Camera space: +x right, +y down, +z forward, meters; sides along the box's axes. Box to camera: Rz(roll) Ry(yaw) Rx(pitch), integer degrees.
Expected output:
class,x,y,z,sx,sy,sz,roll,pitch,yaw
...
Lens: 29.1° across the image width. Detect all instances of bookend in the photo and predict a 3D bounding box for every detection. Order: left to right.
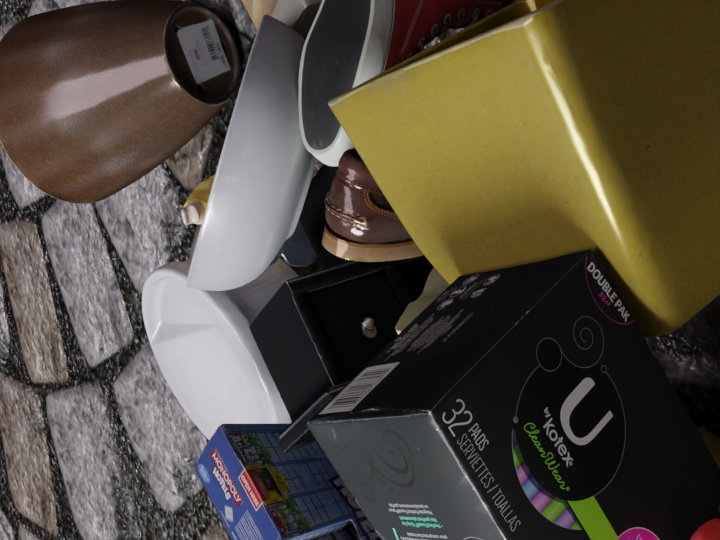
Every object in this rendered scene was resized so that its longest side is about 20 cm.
class,x,y,z,sx,sy,sz,roll,pitch,yaw
bookend,0.000,0.000,1.023,0.092,0.197,0.202,-46,65,52

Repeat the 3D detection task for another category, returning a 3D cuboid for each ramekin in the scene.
class,x,y,z,sx,sy,sz,roll,pitch,yaw
ramekin,-0.103,0.068,1.247,0.202,0.094,0.204,37,144,32

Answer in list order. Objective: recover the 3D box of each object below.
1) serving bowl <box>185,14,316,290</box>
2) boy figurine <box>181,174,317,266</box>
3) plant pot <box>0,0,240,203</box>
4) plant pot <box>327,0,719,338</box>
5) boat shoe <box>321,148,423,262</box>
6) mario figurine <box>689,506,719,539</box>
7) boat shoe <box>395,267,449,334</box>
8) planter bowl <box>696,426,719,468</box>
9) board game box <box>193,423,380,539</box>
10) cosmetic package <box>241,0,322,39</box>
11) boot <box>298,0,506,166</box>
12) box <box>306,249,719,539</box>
class,x,y,z,sx,sy,sz,roll,pitch,yaw
serving bowl,-0.067,-0.076,0.996,0.200,0.065,0.203,-164,90,-84
boy figurine,-0.099,-0.052,1.209,0.200,0.123,0.065,-151,59,-68
plant pot,-0.211,-0.175,1.288,0.198,0.186,0.190,-13,92,40
plant pot,0.137,-0.067,0.830,0.195,0.193,0.202,-12,106,54
boat shoe,0.062,-0.053,0.922,0.070,0.198,0.071,28,117,41
mario figurine,0.257,0.144,0.724,0.123,0.198,0.107,43,135,35
boat shoe,0.082,0.025,0.938,0.073,0.201,0.064,-14,107,28
planter bowl,0.204,0.162,0.892,0.200,0.083,0.203,34,137,38
board game box,0.004,0.195,1.070,0.201,0.198,0.062,57,135,24
cosmetic package,-0.058,-0.270,1.086,0.071,0.104,0.202,-48,62,50
boot,0.038,-0.156,0.940,0.072,0.143,0.203,8,83,49
box,0.097,0.118,0.771,0.124,0.148,0.201,-13,113,56
